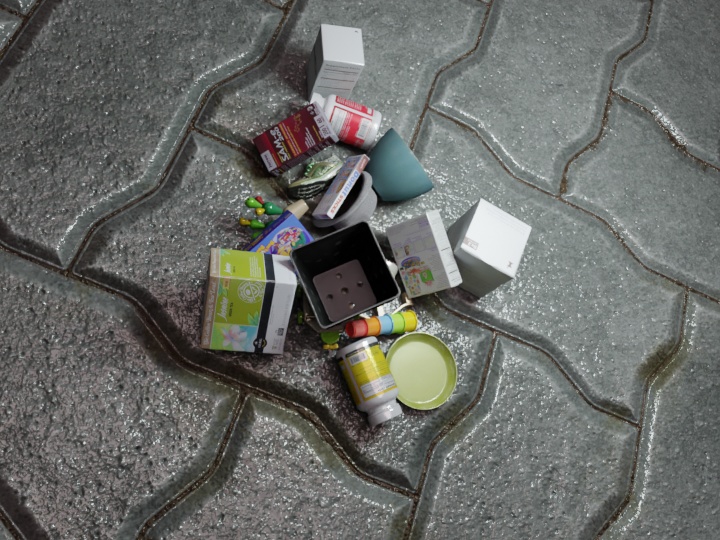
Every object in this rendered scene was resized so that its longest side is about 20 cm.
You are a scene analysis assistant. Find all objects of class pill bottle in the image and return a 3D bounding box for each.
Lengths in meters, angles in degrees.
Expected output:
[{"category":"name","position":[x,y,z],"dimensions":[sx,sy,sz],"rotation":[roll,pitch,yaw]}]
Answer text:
[{"category":"pill bottle","position":[0.025,0.273,1.630],"dimensions":[0.112,0.112,0.201],"rotation":[-19,79,-22]},{"category":"pill bottle","position":[-0.052,-0.419,1.843],"dimensions":[0.199,0.112,0.113],"rotation":[19,67,-11]}]

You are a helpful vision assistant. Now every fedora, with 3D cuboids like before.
[{"category":"fedora","position":[-0.027,-0.166,1.759],"dimensions":[0.090,0.177,0.200],"rotation":[43,60,-32]}]

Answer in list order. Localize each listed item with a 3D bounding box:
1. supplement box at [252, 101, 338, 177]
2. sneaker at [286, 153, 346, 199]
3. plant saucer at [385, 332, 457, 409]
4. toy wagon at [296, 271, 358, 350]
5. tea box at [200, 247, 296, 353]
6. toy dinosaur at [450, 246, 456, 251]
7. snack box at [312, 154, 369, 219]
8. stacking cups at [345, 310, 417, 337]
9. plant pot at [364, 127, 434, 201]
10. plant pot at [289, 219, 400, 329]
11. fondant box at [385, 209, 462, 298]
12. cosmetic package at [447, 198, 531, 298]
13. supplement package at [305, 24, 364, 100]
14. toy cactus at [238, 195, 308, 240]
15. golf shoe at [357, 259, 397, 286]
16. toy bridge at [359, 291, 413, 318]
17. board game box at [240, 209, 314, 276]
[{"category":"supplement box","position":[-0.172,-0.347,1.759],"dimensions":[0.200,0.061,0.109],"rotation":[-30,80,9]},{"category":"sneaker","position":[-0.124,-0.260,1.798],"dimensions":[0.200,0.077,0.089],"rotation":[-27,68,-29]},{"category":"plant saucer","position":[0.153,0.261,1.719],"dimensions":[0.199,0.031,0.201],"rotation":[6,71,-16]},{"category":"toy wagon","position":[-0.083,0.104,1.679],"dimensions":[0.155,0.040,0.201],"rotation":[-4,75,-2]},{"category":"tea box","position":[-0.264,0.072,1.542],"dimensions":[0.196,0.201,0.134],"rotation":[6,28,-14]},{"category":"toy dinosaur","position":[0.173,-0.052,1.786],"dimensions":[0.200,0.106,0.061],"rotation":[23,82,30]},{"category":"snack box","position":[-0.051,-0.218,1.733],"dimensions":[0.024,0.072,0.200],"rotation":[42,68,-30]},{"category":"stacking cups","position":[0.051,0.142,1.685],"dimensions":[0.199,0.060,0.061],"rotation":[-6,73,-35]},{"category":"plant pot","position":[0.090,-0.267,1.811],"dimensions":[0.135,0.200,0.200],"rotation":[-36,85,5]},{"category":"plant pot","position":[-0.039,0.029,1.588],"dimensions":[0.199,0.177,0.200],"rotation":[-23,76,-8]},{"category":"fondant box","position":[0.163,-0.041,1.727],"dimensions":[0.058,0.144,0.201],"rotation":[-19,91,-49]},{"category":"cosmetic package","position":[0.323,-0.055,1.788],"dimensions":[0.164,0.200,0.165],"rotation":[28,66,-7]},{"category":"supplement package","position":[-0.074,-0.566,1.838],"dimensions":[0.117,0.200,0.117],"rotation":[1,71,-17]},{"category":"toy cactus","position":[-0.206,-0.119,1.692],"dimensions":[0.165,0.102,0.200],"rotation":[-37,99,-7]},{"category":"golf shoe","position":[0.000,0.000,1.739],"dimensions":[0.199,0.075,0.092],"rotation":[17,71,-10]},{"category":"toy bridge","position":[0.048,0.099,1.743],"dimensions":[0.199,0.027,0.067],"rotation":[-6,74,-19]},{"category":"board game box","position":[-0.208,-0.032,1.633],"dimensions":[0.200,0.045,0.135],"rotation":[-42,119,-7]}]
